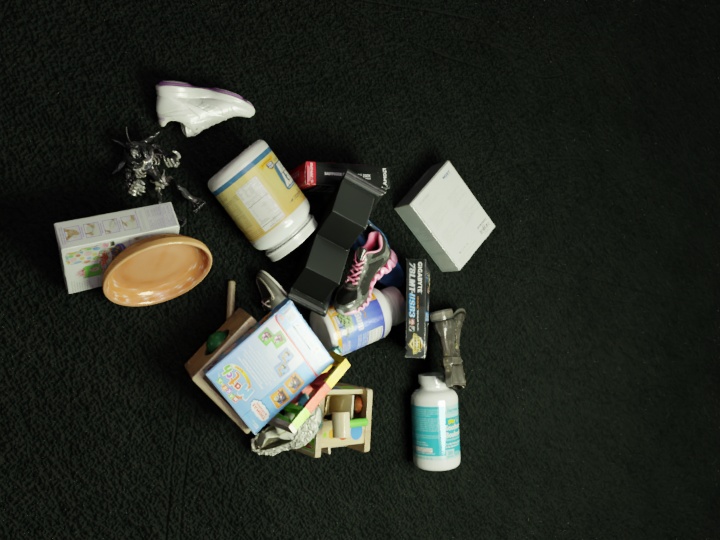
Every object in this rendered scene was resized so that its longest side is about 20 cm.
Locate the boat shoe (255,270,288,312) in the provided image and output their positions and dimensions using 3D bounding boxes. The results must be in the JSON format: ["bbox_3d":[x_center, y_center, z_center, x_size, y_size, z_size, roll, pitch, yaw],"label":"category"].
[{"bbox_3d":[-0.162,0.095,1.313,0.057,0.066,0.202,-41,109,-27],"label":"boat shoe"}]

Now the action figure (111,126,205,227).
[{"bbox_3d":[-0.380,-0.178,1.194,0.119,0.102,0.201,-44,109,-10],"label":"action figure"}]

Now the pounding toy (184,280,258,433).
[{"bbox_3d":[-0.237,0.162,1.249,0.184,0.142,0.201,-45,111,-13],"label":"pounding toy"}]

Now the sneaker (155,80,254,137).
[{"bbox_3d":[-0.307,-0.312,1.266,0.195,0.075,0.102,2,105,-27],"label":"sneaker"}]

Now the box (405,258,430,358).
[{"bbox_3d":[0.125,0.084,1.397,0.048,0.200,0.205,0,85,8],"label":"box"}]

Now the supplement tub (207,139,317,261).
[{"bbox_3d":[-0.189,-0.136,1.265,0.145,0.144,0.202,-43,107,-22],"label":"supplement tub"}]

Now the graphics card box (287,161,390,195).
[{"bbox_3d":[-0.048,-0.190,1.352,0.195,0.125,0.052,0,86,-26],"label":"graphics card box"}]

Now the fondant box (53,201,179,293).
[{"bbox_3d":[-0.426,-0.040,1.134,0.196,0.145,0.059,-16,65,-28],"label":"fondant box"}]

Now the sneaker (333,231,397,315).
[{"bbox_3d":[0.000,0.000,1.309,0.201,0.077,0.097,-54,142,-32],"label":"sneaker"}]

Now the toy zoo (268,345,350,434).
[{"bbox_3d":[-0.100,0.219,1.234,0.200,0.130,0.021,-48,115,-26],"label":"toy zoo"}]

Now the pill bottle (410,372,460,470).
[{"bbox_3d":[0.168,0.337,1.448,0.108,0.110,0.206,-2,89,-27],"label":"pill bottle"}]

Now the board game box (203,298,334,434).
[{"bbox_3d":[-0.166,0.176,1.184,0.199,0.036,0.153,-41,110,-15],"label":"board game box"}]

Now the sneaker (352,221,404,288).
[{"bbox_3d":[0.039,-0.038,1.419,0.066,0.078,0.201,-46,109,-23],"label":"sneaker"}]

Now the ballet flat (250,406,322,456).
[{"bbox_3d":[-0.149,0.316,1.239,0.071,0.199,0.073,25,46,-29],"label":"ballet flat"}]

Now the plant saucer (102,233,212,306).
[{"bbox_3d":[-0.366,-0.004,1.154,0.196,0.201,0.038,-15,64,-27],"label":"plant saucer"}]

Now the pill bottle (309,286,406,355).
[{"bbox_3d":[-0.001,0.103,1.370,0.196,0.111,0.115,-20,97,-26],"label":"pill bottle"}]

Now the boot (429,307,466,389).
[{"bbox_3d":[0.205,0.178,1.444,0.199,0.068,0.179,8,70,-66],"label":"boot"}]

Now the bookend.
[{"bbox_3d":[-0.048,-0.052,1.264,0.090,0.201,0.202,25,51,-12],"label":"bookend"}]

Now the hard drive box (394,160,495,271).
[{"bbox_3d":[0.200,-0.125,1.505,0.156,0.076,0.201,-46,108,-22],"label":"hard drive box"}]

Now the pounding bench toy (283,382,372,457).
[{"bbox_3d":[-0.038,0.299,1.281,0.153,0.198,0.128,7,84,-38],"label":"pounding bench toy"}]
